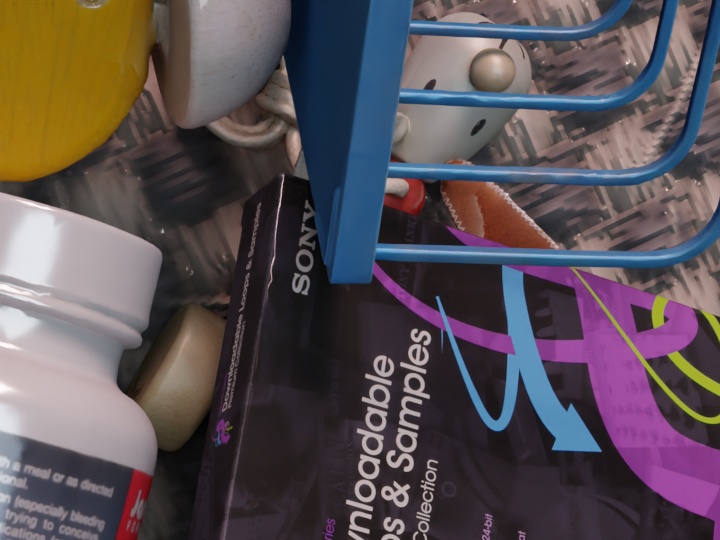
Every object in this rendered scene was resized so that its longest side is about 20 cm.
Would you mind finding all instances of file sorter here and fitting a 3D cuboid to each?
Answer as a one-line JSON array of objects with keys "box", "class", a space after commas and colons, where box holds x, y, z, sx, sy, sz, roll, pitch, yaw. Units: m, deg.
[{"box": [0.044, -0.107, 0.830, 0.123, 0.200, 0.139, 2, 124, -9], "class": "file sorter"}]

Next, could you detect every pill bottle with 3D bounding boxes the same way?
[{"box": [-0.129, 0.079, 0.836, 0.120, 0.120, 0.200, 17, 83, -18], "class": "pill bottle"}]

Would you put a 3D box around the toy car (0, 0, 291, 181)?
[{"box": [-0.114, -0.134, 0.827, 0.175, 0.150, 0.200, -6, 131, -14], "class": "toy car"}]

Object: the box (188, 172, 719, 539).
[{"box": [0.048, 0.064, 0.839, 0.200, 0.036, 0.143, 17, 63, -18], "class": "box"}]

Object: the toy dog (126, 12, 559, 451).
[{"box": [0.000, 0.000, 0.897, 0.132, 0.096, 0.200, 12, 84, -19], "class": "toy dog"}]
